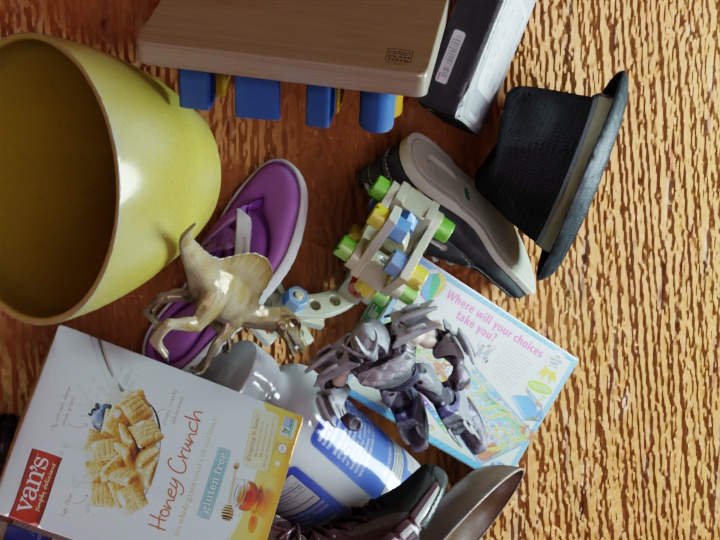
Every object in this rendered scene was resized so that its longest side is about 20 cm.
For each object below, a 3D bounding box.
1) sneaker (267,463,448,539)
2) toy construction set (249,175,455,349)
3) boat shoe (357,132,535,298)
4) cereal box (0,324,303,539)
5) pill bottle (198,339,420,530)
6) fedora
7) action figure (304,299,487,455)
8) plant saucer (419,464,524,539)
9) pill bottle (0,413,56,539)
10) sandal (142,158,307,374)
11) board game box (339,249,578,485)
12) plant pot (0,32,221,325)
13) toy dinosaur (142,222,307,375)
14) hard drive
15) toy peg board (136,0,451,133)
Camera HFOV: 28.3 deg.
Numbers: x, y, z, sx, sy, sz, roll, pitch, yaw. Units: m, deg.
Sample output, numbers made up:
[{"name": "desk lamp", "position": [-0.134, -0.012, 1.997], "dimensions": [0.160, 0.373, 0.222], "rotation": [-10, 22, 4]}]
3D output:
[{"name": "sneaker", "position": [-0.029, 0.203, 1.108], "dimensions": [0.115, 0.076, 0.200], "rotation": [42, 77, 2]}, {"name": "toy construction set", "position": [0.000, 0.000, 1.140], "dimensions": [0.092, 0.199, 0.132], "rotation": [41, 46, -16]}, {"name": "boat shoe", "position": [0.080, -0.038, 1.224], "dimensions": [0.067, 0.072, 0.200], "rotation": [-31, 128, 28]}, {"name": "cereal box", "position": [-0.155, 0.143, 1.050], "dimensions": [0.198, 0.040, 0.145], "rotation": [21, 71, -13]}, {"name": "pill bottle", "position": [-0.047, 0.148, 1.179], "dimensions": [0.112, 0.112, 0.200], "rotation": [-49, 115, -5]}, {"name": "fedora", "position": [0.148, -0.091, 1.176], "dimensions": [0.091, 0.201, 0.203], "rotation": [22, 94, 3]}, {"name": "action figure", "position": [0.036, 0.088, 1.124], "dimensions": [0.129, 0.070, 0.200], "rotation": [-16, 150, 17]}, {"name": "plant saucer", "position": [0.066, 0.239, 1.235], "dimensions": [0.032, 0.200, 0.201], "rotation": [39, 84, 17]}, {"name": "pill bottle", "position": [-0.198, 0.186, 1.107], "dimensions": [0.198, 0.112, 0.113], "rotation": [15, 97, -14]}, {"name": "sandal", "position": [-0.109, 0.001, 1.128], "dimensions": [0.204, 0.082, 0.050], "rotation": [-59, 148, 1]}, {"name": "board game box", "position": [0.084, 0.087, 1.263], "dimensions": [0.199, 0.034, 0.135], "rotation": [32, 89, -26]}, {"name": "plant pot", "position": [-0.186, -0.068, 1.040], "dimensions": [0.141, 0.199, 0.203], "rotation": [-7, 108, -49]}, {"name": "toy dinosaur", "position": [-0.114, 0.017, 1.057], "dimensions": [0.101, 0.058, 0.200], "rotation": [-37, 144, 5]}, {"name": "hard drive", "position": [0.097, -0.181, 1.119], "dimensions": [0.037, 0.200, 0.141], "rotation": [22, 94, 8]}, {"name": "toy peg board", "position": [-0.039, -0.156, 1.040], "dimensions": [0.197, 0.200, 0.099], "rotation": [7, 126, 6]}]
